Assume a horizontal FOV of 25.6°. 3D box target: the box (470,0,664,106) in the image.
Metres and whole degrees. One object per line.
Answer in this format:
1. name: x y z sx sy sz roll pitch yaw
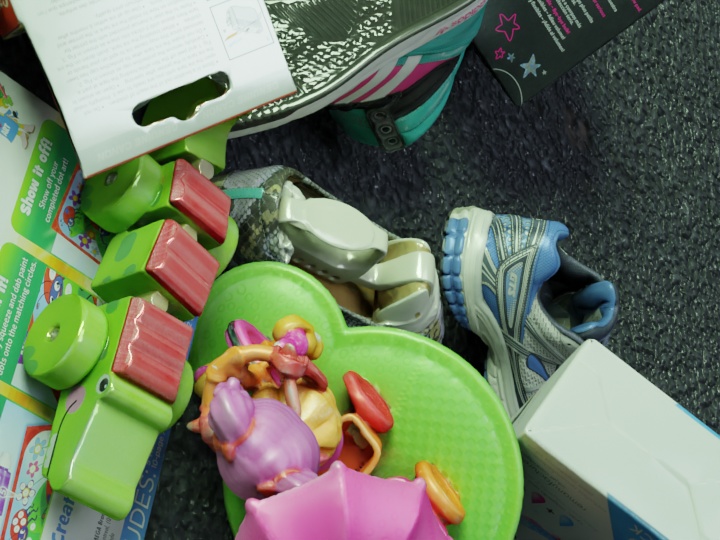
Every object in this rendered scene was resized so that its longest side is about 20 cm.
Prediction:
1. box: 0.075 -0.225 0.943 0.201 0.114 0.132 53 7 -25

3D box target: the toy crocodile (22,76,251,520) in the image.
1. toy crocodile: -0.089 0.008 0.678 0.067 0.061 0.202 39 51 -36

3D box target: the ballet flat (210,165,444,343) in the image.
1. ballet flat: 0.000 0.000 0.851 0.199 0.072 0.073 29 57 -43

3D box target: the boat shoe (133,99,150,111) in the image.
1. boat shoe: -0.135 -0.172 0.742 0.063 0.070 0.202 -30 99 -50

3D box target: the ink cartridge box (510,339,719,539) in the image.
1. ink cartridge box: 0.120 0.127 0.857 0.115 0.200 0.068 38 65 5

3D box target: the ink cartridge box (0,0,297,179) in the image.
1. ink cartridge box: -0.113 -0.151 0.674 0.108 0.050 0.202 -24 99 -21

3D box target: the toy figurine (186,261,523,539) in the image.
1. toy figurine: -0.019 0.085 0.689 0.201 0.150 0.184 53 6 3

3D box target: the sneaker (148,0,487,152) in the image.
1. sneaker: -0.020 -0.104 0.854 0.198 0.121 0.084 -26 68 -14

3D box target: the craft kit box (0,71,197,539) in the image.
1. craft kit box: -0.159 0.022 0.671 0.197 0.048 0.202 40 50 -39

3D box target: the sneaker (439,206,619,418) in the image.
1. sneaker: 0.116 0.041 0.948 0.201 0.084 0.078 57 39 -44
